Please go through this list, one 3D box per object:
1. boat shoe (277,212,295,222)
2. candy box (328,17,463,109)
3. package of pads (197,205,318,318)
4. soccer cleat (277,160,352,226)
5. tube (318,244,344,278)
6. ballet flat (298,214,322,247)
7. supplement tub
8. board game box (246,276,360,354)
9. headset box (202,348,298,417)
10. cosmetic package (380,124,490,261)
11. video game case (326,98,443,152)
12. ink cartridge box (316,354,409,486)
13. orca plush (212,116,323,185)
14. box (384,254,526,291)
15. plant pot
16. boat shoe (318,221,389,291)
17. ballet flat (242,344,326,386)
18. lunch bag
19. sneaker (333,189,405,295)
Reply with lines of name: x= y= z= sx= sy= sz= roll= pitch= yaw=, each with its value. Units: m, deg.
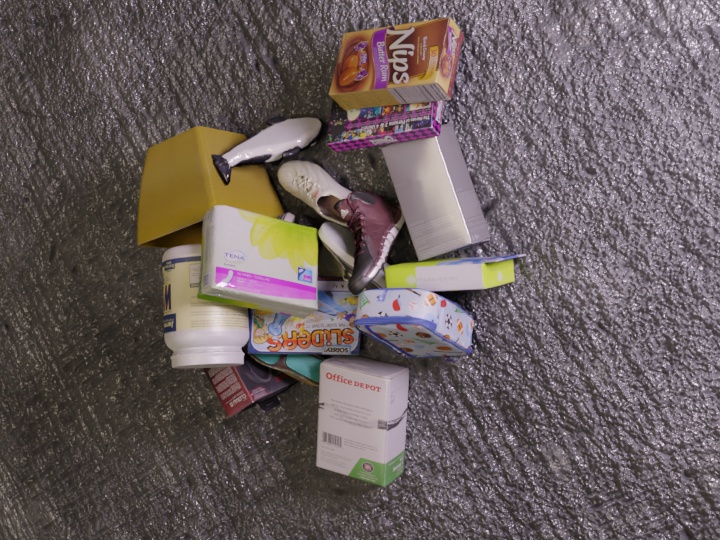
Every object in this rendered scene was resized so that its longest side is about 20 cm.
boat shoe: x=-0.194 y=-0.031 z=1.803 sx=0.092 sy=0.075 sz=0.201 roll=27 pitch=112 yaw=-2
candy box: x=0.055 y=-0.321 z=1.575 sx=0.199 sy=0.056 sz=0.117 roll=0 pitch=68 yaw=32
package of pads: x=-0.165 y=-0.016 z=1.663 sx=0.068 sy=0.199 sz=0.156 roll=-33 pitch=51 yaw=52
soccer cleat: x=-0.072 y=-0.136 z=1.751 sx=0.199 sy=0.077 sz=0.070 roll=31 pitch=114 yaw=23
tube: x=-0.091 y=0.040 z=1.821 sx=0.058 sy=0.052 sz=0.200 roll=29 pitch=114 yaw=-18
ballet flat: x=-0.131 y=-0.007 z=1.794 sx=0.057 sy=0.066 sz=0.201 roll=35 pitch=96 yaw=9
supplement tub: x=-0.263 y=0.063 z=1.720 sx=0.144 sy=0.145 sz=0.201 roll=-8 pitch=80 yaw=32
board game box: x=-0.097 y=0.078 z=1.765 sx=0.199 sy=0.034 sz=0.136 roll=1 pitch=105 yaw=-11
headset box: x=-0.212 y=0.168 z=1.857 sx=0.075 sy=0.148 sz=0.201 roll=-34 pitch=81 yaw=33
cosmetic package: x=0.122 y=-0.126 z=1.632 sx=0.106 sy=0.090 sz=0.201 roll=-17 pitch=88 yaw=32
video game case: x=0.045 y=-0.290 z=1.626 sx=0.199 sy=0.036 sz=0.182 roll=-5 pitch=67 yaw=32
ink cartridge box: x=0.004 y=0.260 z=1.781 sx=0.145 sy=0.084 sz=0.201 roll=11 pitch=105 yaw=29
orca plush: x=-0.153 y=-0.199 z=1.755 sx=0.105 sy=0.200 sz=0.071 roll=39 pitch=155 yaw=34
box: x=0.153 y=0.004 z=1.615 sx=0.199 sy=0.122 sz=0.048 roll=-3 pitch=95 yaw=32
plant pot: x=-0.280 y=-0.150 z=1.820 sx=0.199 sy=0.200 sz=0.178 roll=-17 pitch=79 yaw=33
boat shoe: x=0.000 y=0.000 z=1.716 sx=0.200 sy=0.071 sz=0.064 roll=40 pitch=122 yaw=-3
ballet flat: x=-0.143 y=0.152 z=1.824 sx=0.199 sy=0.071 sz=0.071 roll=29 pitch=118 yaw=-10
lunch bag: x=0.087 y=0.091 z=1.639 sx=0.159 sy=0.200 sz=0.076 roll=-5 pitch=65 yaw=31
sneaker: x=-0.007 y=-0.056 z=1.648 sx=0.115 sy=0.200 sz=0.076 roll=36 pitch=137 yaw=-9
